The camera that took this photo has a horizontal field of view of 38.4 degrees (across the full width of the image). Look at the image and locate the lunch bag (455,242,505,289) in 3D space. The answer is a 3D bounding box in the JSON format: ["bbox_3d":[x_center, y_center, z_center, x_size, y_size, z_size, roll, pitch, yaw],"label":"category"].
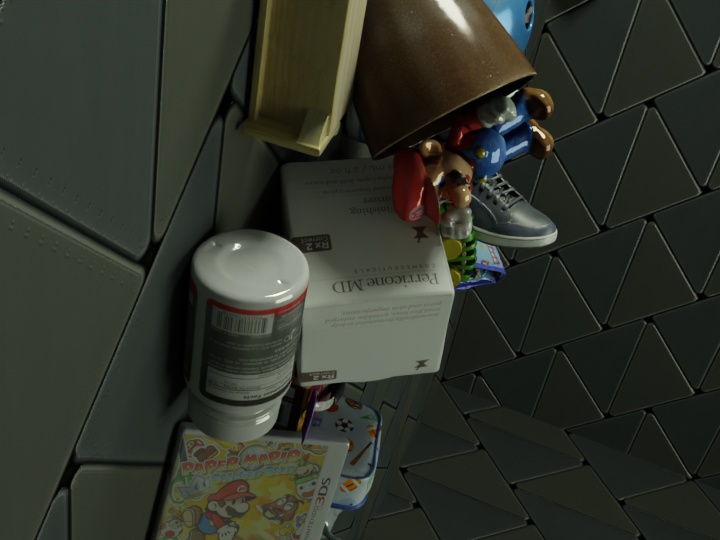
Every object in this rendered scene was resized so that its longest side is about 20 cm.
[{"bbox_3d":[0.119,-0.055,1.371,0.200,0.151,0.094,-2,153,-48],"label":"lunch bag"}]

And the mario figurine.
[{"bbox_3d":[0.122,-0.104,1.060,0.200,0.124,0.106,-32,-167,-18],"label":"mario figurine"}]

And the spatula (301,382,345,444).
[{"bbox_3d":[-0.042,0.156,1.214,0.200,0.021,0.057,-23,131,-76],"label":"spatula"}]

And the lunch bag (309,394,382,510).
[{"bbox_3d":[-0.076,0.216,1.289,0.160,0.200,0.076,-77,-179,-55],"label":"lunch bag"}]

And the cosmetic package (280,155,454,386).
[{"bbox_3d":[0.000,0.000,1.161,0.165,0.165,0.200,95,-13,-54],"label":"cosmetic package"}]

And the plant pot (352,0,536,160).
[{"bbox_3d":[0.051,-0.244,1.053,0.187,0.200,0.187,-26,-179,0],"label":"plant pot"}]

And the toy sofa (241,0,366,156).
[{"bbox_3d":[-0.048,-0.216,0.951,0.098,0.083,0.200,-64,168,-50],"label":"toy sofa"}]

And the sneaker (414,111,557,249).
[{"bbox_3d":[0.142,-0.117,1.187,0.077,0.202,0.146,-33,140,-47],"label":"sneaker"}]

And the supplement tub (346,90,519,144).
[{"bbox_3d":[0.094,-0.203,1.344,0.132,0.200,0.132,21,90,-79],"label":"supplement tub"}]

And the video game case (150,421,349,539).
[{"bbox_3d":[-0.128,0.263,1.181,0.023,0.200,0.182,-130,-127,-61],"label":"video game case"}]

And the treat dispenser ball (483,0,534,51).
[{"bbox_3d":[0.102,-0.302,1.211,0.201,0.201,0.201,20,90,-79],"label":"treat dispenser ball"}]

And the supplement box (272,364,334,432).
[{"bbox_3d":[-0.084,0.109,1.274,0.200,0.110,0.086,-52,159,-58],"label":"supplement box"}]

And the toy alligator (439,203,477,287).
[{"bbox_3d":[0.106,-0.046,1.165,0.059,0.054,0.200,-106,-168,-54],"label":"toy alligator"}]

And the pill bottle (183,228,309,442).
[{"bbox_3d":[-0.118,0.069,1.035,0.114,0.114,0.200,-56,163,-50],"label":"pill bottle"}]

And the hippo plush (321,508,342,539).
[{"bbox_3d":[-0.108,0.326,1.568,0.200,0.159,0.161,-91,168,-80],"label":"hippo plush"}]
